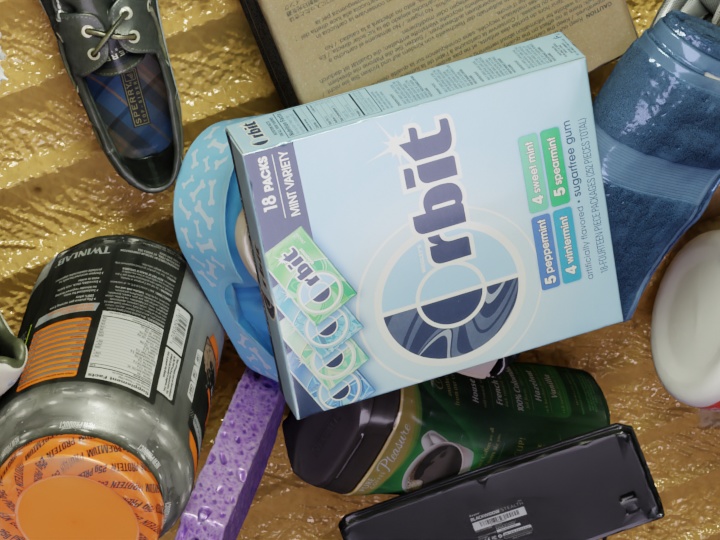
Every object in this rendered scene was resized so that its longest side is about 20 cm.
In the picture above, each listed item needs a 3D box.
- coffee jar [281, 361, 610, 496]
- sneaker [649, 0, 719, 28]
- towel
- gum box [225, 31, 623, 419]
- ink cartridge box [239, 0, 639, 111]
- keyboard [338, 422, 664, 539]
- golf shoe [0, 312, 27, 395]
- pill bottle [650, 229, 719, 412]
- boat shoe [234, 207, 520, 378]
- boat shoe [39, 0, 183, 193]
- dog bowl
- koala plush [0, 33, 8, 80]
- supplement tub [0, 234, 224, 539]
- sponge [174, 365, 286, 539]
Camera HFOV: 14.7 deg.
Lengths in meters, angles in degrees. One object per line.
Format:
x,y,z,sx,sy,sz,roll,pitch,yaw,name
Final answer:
0.054,0.101,1.793,0.199,0.085,0.104,11,130,-27,coffee jar
0.255,-0.143,1.676,0.200,0.076,0.114,-28,128,2,sneaker
0.163,-0.058,1.633,0.111,0.049,0.200,14,124,-38,towel
0.039,-0.024,1.559,0.199,0.045,0.170,-16,118,-10,gum box
0.039,-0.159,1.567,0.200,0.075,0.165,-28,127,-8,ink cartridge box
0.092,0.160,1.791,0.199,0.040,0.104,-18,118,9,keyboard
-0.250,-0.014,1.555,0.097,0.078,0.200,-23,105,49,golf shoe
0.299,0.047,1.814,0.199,0.116,0.116,13,122,-26,pill bottle
0.000,0.000,1.642,0.200,0.093,0.075,29,95,-28,boat shoe
-0.138,-0.130,1.565,0.068,0.057,0.200,-20,131,-2,boat shoe
-0.049,-0.010,1.663,0.049,0.112,0.200,9,142,33,dog bowl
-0.262,-0.167,1.399,0.184,0.200,0.177,-44,127,17,koala plush
-0.149,0.081,1.619,0.122,0.200,0.123,3,127,5,supplement tub
-0.082,0.132,1.707,0.030,0.200,0.112,18,125,2,sponge
